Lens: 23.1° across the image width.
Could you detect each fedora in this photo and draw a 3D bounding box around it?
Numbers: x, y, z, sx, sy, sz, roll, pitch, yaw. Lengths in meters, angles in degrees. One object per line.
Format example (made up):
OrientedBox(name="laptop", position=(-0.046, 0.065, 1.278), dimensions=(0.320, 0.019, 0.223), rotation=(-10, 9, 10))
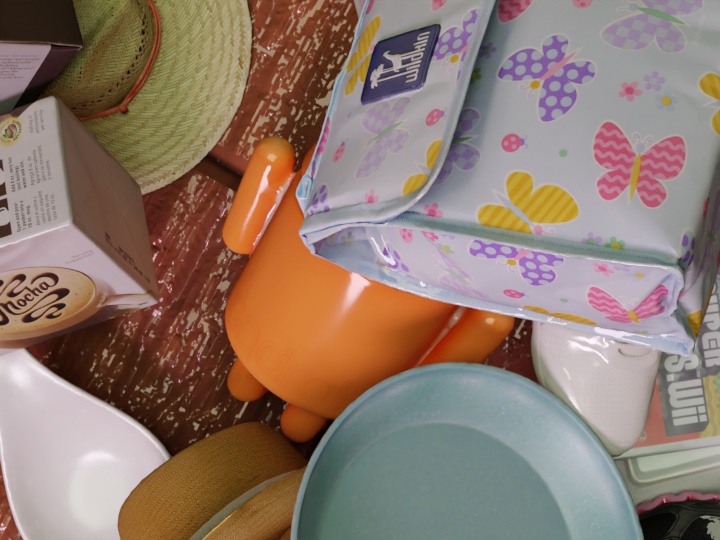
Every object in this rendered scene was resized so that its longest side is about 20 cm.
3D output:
OrientedBox(name="fedora", position=(-0.074, 0.144, 0.953), dimensions=(0.200, 0.201, 0.082), rotation=(-40, 67, 3))

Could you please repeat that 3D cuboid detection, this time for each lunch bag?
OrientedBox(name="lunch bag", position=(0.078, -0.070, 0.830), dimensions=(0.199, 0.127, 0.170), rotation=(13, 70, 21))

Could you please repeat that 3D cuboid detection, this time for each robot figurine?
OrientedBox(name="robot figurine", position=(0.002, 0.001, 0.955), dimensions=(0.200, 0.116, 0.144), rotation=(-60, 41, 30))

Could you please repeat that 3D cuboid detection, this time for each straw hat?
OrientedBox(name="straw hat", position=(-0.165, -0.130, 1.003), dimensions=(0.200, 0.085, 0.202), rotation=(0, 90, 5))

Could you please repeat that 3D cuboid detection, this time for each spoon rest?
OrientedBox(name="spoon rest", position=(-0.179, 0.089, 1.017), dimensions=(0.099, 0.061, 0.201), rotation=(-33, 86, 4))

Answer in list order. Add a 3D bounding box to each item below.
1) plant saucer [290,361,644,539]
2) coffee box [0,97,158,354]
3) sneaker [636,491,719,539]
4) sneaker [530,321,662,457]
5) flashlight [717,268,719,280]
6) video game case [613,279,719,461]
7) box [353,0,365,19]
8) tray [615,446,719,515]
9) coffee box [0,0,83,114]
OrientedBox(name="plant saucer", position=(0.051, 0.148, 0.885), dimensions=(0.199, 0.036, 0.201), rotation=(8, 71, -23))
OrientedBox(name="coffee box", position=(-0.225, -0.006, 0.942), dimensions=(0.199, 0.113, 0.080), rotation=(-18, 63, 10))
OrientedBox(name="sneaker", position=(0.134, 0.179, 0.966), dimensions=(0.199, 0.095, 0.079), rotation=(-16, 94, 5))
OrientedBox(name="sneaker", position=(0.139, 0.002, 0.916), dimensions=(0.070, 0.080, 0.202), rotation=(0, 97, -30))
OrientedBox(name="flashlight", position=(0.268, 0.013, 0.945), dimensions=(0.199, 0.068, 0.068), rotation=(23, 80, -5))
OrientedBox(name="video game case", position=(0.216, 0.023, 0.983), dimensions=(0.199, 0.017, 0.144), rotation=(-8, 87, -6))
OrientedBox(name="box", position=(0.044, -0.169, 0.975), dimensions=(0.048, 0.117, 0.201), rotation=(-15, 89, -39))
OrientedBox(name="tray", position=(0.170, 0.035, 1.004), dimensions=(0.107, 0.022, 0.201), rotation=(-14, 88, 6))
OrientedBox(name="coffee box", position=(-0.235, -0.121, 0.947), dimensions=(0.080, 0.200, 0.114), rotation=(-1, 67, -37))
